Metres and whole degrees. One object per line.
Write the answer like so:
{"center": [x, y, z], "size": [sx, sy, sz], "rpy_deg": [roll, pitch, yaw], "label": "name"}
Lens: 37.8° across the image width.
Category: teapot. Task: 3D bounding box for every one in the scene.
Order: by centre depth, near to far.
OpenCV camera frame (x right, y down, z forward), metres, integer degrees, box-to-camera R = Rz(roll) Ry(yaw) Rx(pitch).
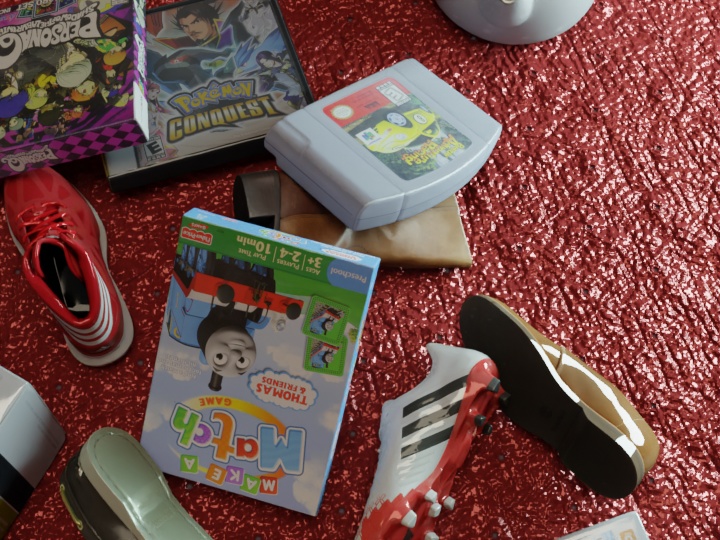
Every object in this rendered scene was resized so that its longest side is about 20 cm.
{"center": [0.153, -0.330, 0.996], "size": [0.195, 0.147, 0.201], "rpy_deg": [-28, 68, -15], "label": "teapot"}

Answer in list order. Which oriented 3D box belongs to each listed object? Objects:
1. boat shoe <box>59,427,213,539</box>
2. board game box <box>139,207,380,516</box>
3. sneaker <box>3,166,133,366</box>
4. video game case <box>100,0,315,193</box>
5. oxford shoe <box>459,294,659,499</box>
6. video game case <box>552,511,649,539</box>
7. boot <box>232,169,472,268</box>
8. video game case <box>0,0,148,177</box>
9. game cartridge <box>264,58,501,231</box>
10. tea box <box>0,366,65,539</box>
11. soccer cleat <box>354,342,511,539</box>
{"center": [-0.152, 0.215, 0.781], "size": [0.203, 0.060, 0.071], "rpy_deg": [55, 29, 11], "label": "boat shoe"}
{"center": [-0.080, 0.071, 0.800], "size": [0.149, 0.037, 0.204], "rpy_deg": [14, 104, 5], "label": "board game box"}
{"center": [-0.245, -0.029, 0.856], "size": [0.078, 0.116, 0.201], "rpy_deg": [-29, 70, -15], "label": "sneaker"}
{"center": [-0.153, -0.175, 0.968], "size": [0.197, 0.026, 0.183], "rpy_deg": [-16, 62, -9], "label": "video game case"}
{"center": [0.160, 0.093, 0.857], "size": [0.071, 0.072, 0.200], "rpy_deg": [-25, 66, -44], "label": "oxford shoe"}
{"center": [0.153, 0.297, 0.775], "size": [0.197, 0.023, 0.185], "rpy_deg": [-17, 67, -10], "label": "video game case"}
{"center": [0.000, 0.000, 0.893], "size": [0.196, 0.069, 0.191], "rpy_deg": [-3, 64, -21], "label": "boot"}
{"center": [-0.285, -0.167, 0.927], "size": [0.196, 0.036, 0.184], "rpy_deg": [-12, 56, 5], "label": "video game case"}
{"center": [0.030, -0.111, 0.911], "size": [0.133, 0.041, 0.199], "rpy_deg": [43, 49, 17], "label": "game cartridge"}
{"center": [-0.360, 0.138, 0.764], "size": [0.198, 0.134, 0.198], "rpy_deg": [27, 66, 10], "label": "tea box"}
{"center": [0.039, 0.146, 0.821], "size": [0.084, 0.069, 0.202], "rpy_deg": [23, 73, 35], "label": "soccer cleat"}
